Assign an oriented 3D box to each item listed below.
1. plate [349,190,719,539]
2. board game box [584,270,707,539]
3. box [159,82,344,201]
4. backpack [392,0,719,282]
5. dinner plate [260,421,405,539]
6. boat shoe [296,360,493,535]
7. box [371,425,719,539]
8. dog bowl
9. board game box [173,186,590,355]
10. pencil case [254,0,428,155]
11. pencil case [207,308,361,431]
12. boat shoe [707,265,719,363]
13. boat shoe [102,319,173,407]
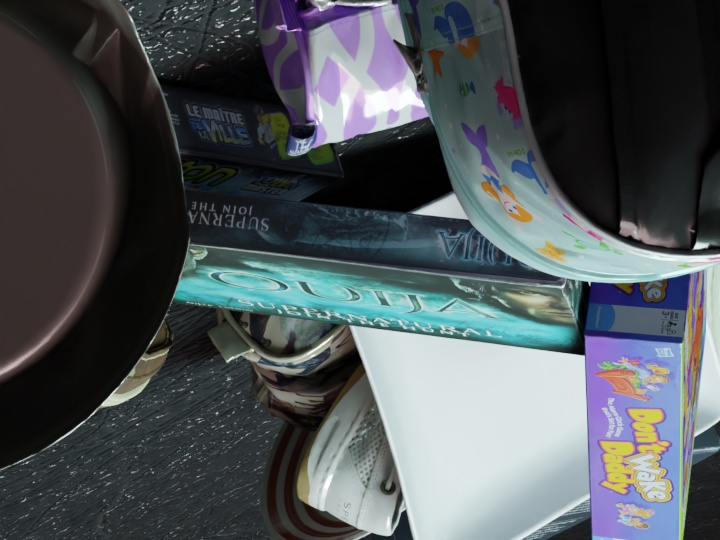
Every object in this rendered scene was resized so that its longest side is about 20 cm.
[{"bbox_3d":[0.085,0.031,1.526,0.200,0.200,0.032,-28,-153,-21],"label":"plate"},{"bbox_3d":[0.137,0.030,1.416,0.045,0.135,0.200,5,147,9],"label":"board game box"},{"bbox_3d":[-0.108,-0.043,1.328,0.110,0.035,0.200,-27,162,29],"label":"box"},{"bbox_3d":[0.101,-0.095,1.073,0.177,0.201,0.151,-13,174,-23],"label":"backpack"},{"bbox_3d":[0.023,0.078,1.656,0.200,0.201,0.024,-29,119,34],"label":"dinner plate"},{"bbox_3d":[0.043,0.048,1.568,0.200,0.069,0.071,-60,166,-6],"label":"boat shoe"},{"bbox_3d":[0.089,0.076,1.754,0.107,0.149,0.200,-4,159,-43],"label":"box"},{"bbox_3d":[-0.155,-0.028,1.045,0.199,0.201,0.059,-18,-178,1],"label":"dog bowl"},{"bbox_3d":[0.000,0.000,1.325,0.199,0.028,0.135,6,168,11],"label":"board game box"},{"bbox_3d":[0.052,-0.112,1.191,0.199,0.084,0.086,-17,152,-11],"label":"pencil case"},{"bbox_3d":[-0.032,0.031,1.590,0.089,0.078,0.200,-25,165,-2],"label":"pencil case"},{"bbox_3d":[0.176,-0.002,1.604,0.060,0.072,0.202,-48,152,-42],"label":"boat shoe"},{"bbox_3d":[-0.129,0.020,1.442,0.075,0.075,0.202,-33,169,16],"label":"boat shoe"}]
